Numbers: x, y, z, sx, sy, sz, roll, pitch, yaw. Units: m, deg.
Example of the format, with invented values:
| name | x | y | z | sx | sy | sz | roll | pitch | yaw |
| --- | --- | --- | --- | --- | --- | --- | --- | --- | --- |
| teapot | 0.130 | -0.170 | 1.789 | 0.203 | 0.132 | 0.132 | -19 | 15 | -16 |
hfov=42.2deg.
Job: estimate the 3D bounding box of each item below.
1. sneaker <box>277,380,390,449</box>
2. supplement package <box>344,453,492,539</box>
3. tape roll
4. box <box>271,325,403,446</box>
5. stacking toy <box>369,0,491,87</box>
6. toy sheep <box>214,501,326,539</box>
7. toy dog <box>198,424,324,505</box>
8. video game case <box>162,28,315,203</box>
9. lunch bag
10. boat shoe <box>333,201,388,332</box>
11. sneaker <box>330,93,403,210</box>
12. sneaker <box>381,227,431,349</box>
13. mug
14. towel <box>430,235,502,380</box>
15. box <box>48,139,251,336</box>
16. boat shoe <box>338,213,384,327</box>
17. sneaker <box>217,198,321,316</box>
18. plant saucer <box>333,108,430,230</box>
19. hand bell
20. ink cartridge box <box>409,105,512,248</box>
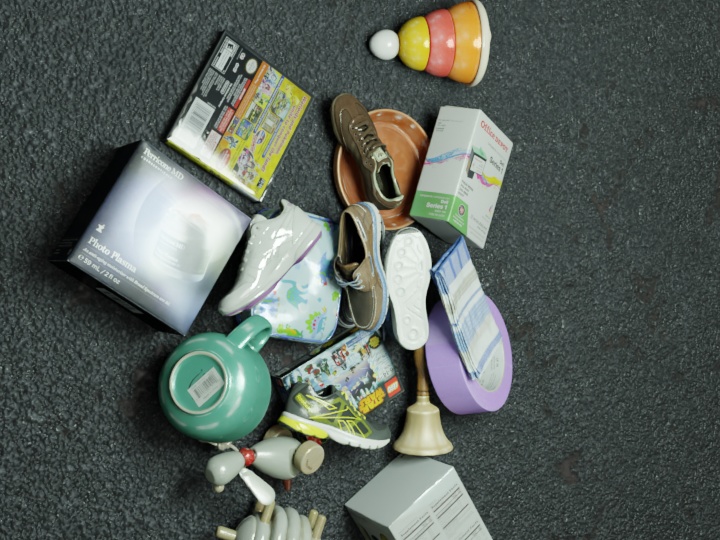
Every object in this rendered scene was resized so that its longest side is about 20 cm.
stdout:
| name | x | y | z | sx | sy | sz | roll | pitch | yaw |
| --- | --- | --- | --- | --- | --- | --- | --- | --- | --- |
| sneaker | -0.031 | 0.228 | 1.469 | 0.198 | 0.074 | 0.086 | 17 | 83 | -30 |
| supplement package | 0.106 | 0.436 | 1.554 | 0.150 | 0.151 | 0.202 | -36 | 108 | -24 |
| tape roll | 0.188 | 0.142 | 1.600 | 0.199 | 0.065 | 0.203 | 22 | 63 | -52 |
| box | -0.034 | 0.186 | 1.532 | 0.199 | 0.040 | 0.138 | -30 | 107 | -27 |
| stacking toy | 0.110 | -0.386 | 1.579 | 0.197 | 0.146 | 0.149 | -3 | 92 | -11 |
| toy sheep | -0.130 | 0.423 | 1.433 | 0.198 | 0.138 | 0.140 | 21 | 80 | -14 |
| toy dog | -0.154 | 0.306 | 1.420 | 0.197 | 0.132 | 0.098 | 1 | 105 | -27 |
| video game case | -0.185 | -0.236 | 1.445 | 0.180 | 0.025 | 0.202 | 33 | 74 | -27 |
| lunch bag | -0.108 | 0.007 | 1.461 | 0.159 | 0.082 | 0.203 | 11 | 85 | -31 |
| boat shoe | -0.008 | -0.002 | 1.439 | 0.072 | 0.071 | 0.203 | -11 | 96 | -54 |
| sneaker | 0.020 | -0.194 | 1.501 | 0.070 | 0.075 | 0.202 | -32 | 107 | -25 |
| sneaker | 0.066 | 0.023 | 1.532 | 0.079 | 0.146 | 0.203 | -6 | 101 | -9 |
| mug | -0.213 | 0.152 | 1.346 | 0.150 | 0.114 | 0.188 | 1 | 78 | 12 |
| towel | 0.178 | 0.060 | 1.528 | 0.147 | 0.024 | 0.202 | -44 | 117 | -55 |
| box | -0.297 | -0.045 | 1.327 | 0.199 | 0.123 | 0.200 | 36 | 72 | -26 |
| boat shoe | 0.000 | 0.000 | 1.518 | 0.071 | 0.068 | 0.203 | 10 | 99 | -26 |
| sneaker | -0.149 | -0.019 | 1.369 | 0.100 | 0.075 | 0.200 | 44 | 69 | -6 |
| plant saucer | 0.040 | -0.169 | 1.575 | 0.198 | 0.032 | 0.204 | -1 | 92 | -30 |
| hand bell | 0.106 | 0.199 | 1.570 | 0.103 | 0.104 | 0.203 | -1 | 94 | -30 |
| ink cartridge box | 0.175 | -0.159 | 1.597 | 0.144 | 0.083 | 0.203 | 29 | 75 | -53 |
